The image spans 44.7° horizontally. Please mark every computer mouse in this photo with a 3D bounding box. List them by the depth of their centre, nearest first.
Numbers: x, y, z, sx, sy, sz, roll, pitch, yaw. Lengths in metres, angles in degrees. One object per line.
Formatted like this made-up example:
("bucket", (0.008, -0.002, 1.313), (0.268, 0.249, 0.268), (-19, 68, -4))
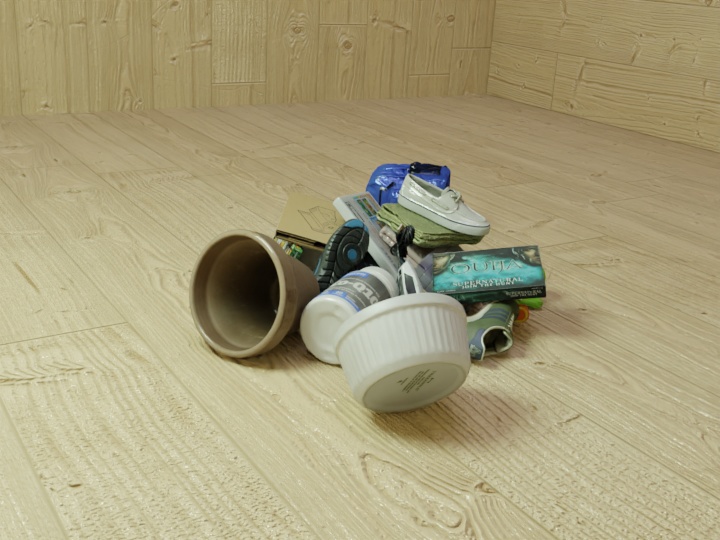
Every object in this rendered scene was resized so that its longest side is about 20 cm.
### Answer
("computer mouse", (0.088, 0.023, 1.546), (0.043, 0.110, 0.204), (-1, 64, -10))

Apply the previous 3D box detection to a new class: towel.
("towel", (0.140, -0.091, 1.742), (0.197, 0.037, 0.148), (-7, 35, -40))
("towel", (0.144, -0.047, 1.792), (0.190, 0.032, 0.200), (42, 28, 6))

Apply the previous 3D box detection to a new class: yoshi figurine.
("yoshi figurine", (0.304, 0.026, 1.669), (0.110, 0.114, 0.200), (23, 20, 7))

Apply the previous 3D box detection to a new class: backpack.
("backpack", (0.105, -0.168, 2.064), (0.195, 0.166, 0.168), (8, 23, 10))

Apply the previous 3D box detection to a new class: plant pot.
("plant pot", (-0.155, 0.039, 1.450), (0.197, 0.205, 0.173), (16, 6, 31))

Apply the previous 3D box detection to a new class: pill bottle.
("pill bottle", (-0.011, 0.067, 1.466), (0.111, 0.117, 0.200), (11, 21, 20))

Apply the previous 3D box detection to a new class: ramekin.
("ramekin", (0.064, 0.123, 1.230), (0.197, 0.204, 0.096), (-3, 58, -18))

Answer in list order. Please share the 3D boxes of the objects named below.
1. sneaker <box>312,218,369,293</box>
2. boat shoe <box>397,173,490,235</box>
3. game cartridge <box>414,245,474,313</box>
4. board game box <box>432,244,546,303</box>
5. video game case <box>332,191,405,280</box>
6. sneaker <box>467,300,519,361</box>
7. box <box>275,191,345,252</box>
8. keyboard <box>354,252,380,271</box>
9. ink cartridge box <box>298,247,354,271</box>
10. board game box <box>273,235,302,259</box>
("sneaker", (-0.054, -0.007, 1.583), (0.073, 0.202, 0.082), (38, -21, -17))
("boat shoe", (0.168, -0.131, 1.718), (0.197, 0.067, 0.072), (27, 27, 21))
("game cartridge", (0.177, 0.013, 1.681), (0.130, 0.038, 0.200), (46, 30, 4))
("board game box", (0.226, 0.007, 1.563), (0.195, 0.029, 0.136), (-5, 32, 7))
("video game case", (0.040, -0.070, 1.767), (0.201, 0.024, 0.182), (53, 20, 6))
("sneaker", (0.228, 0.107, 1.489), (0.089, 0.069, 0.198), (29, 32, 36))
("box", (-0.076, -0.091, 1.727), (0.160, 0.022, 0.201), (16, 26, -3))
("keyboard", (0.000, 0.000, 1.680), (0.125, 0.021, 0.202), (16, 33, -27))
("ink cartridge box", (-0.037, -0.052, 1.810), (0.115, 0.068, 0.199), (38, 33, 21))
("board game box", (-0.157, -0.032, 1.735), (0.023, 0.106, 0.200), (25, 14, -17))
